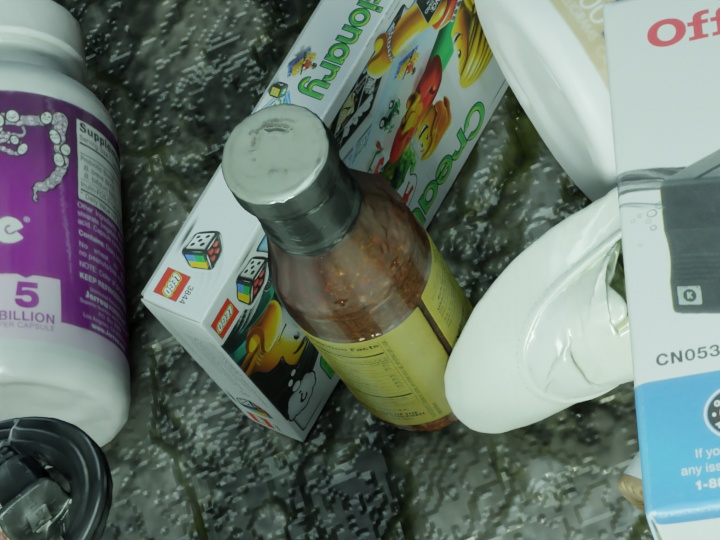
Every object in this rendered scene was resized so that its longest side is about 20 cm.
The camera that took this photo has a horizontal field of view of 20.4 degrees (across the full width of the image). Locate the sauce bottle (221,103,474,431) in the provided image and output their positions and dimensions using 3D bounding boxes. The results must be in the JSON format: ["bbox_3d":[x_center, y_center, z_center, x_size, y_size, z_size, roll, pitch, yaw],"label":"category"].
[{"bbox_3d":[0.000,0.000,0.778,0.066,0.200,0.066,-8,61,14],"label":"sauce bottle"}]

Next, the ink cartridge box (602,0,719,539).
[{"bbox_3d":[0.162,-0.003,0.661,0.144,0.084,0.201,-10,57,16],"label":"ink cartridge box"}]

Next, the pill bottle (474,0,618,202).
[{"bbox_3d":[0.159,-0.122,0.829,0.199,0.120,0.120,-32,59,-3],"label":"pill bottle"}]

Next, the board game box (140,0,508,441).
[{"bbox_3d":[-0.007,-0.041,0.842,0.034,0.126,0.201,23,74,27],"label":"board game box"}]

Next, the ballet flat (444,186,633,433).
[{"bbox_3d":[0.115,-0.001,0.770,0.200,0.069,0.070,-41,59,6],"label":"ballet flat"}]

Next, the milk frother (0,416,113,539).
[{"bbox_3d":[-0.130,0.177,0.734,0.199,0.188,0.181,-32,60,6],"label":"milk frother"}]

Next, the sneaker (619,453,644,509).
[{"bbox_3d":[0.204,0.080,0.738,0.199,0.070,0.109,26,77,30],"label":"sneaker"}]

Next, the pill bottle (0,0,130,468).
[{"bbox_3d":[-0.161,-0.021,0.892,0.112,0.112,0.201,-13,62,12],"label":"pill bottle"}]

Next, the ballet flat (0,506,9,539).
[{"bbox_3d":[-0.131,0.136,0.842,0.199,0.076,0.064,26,44,23],"label":"ballet flat"}]
